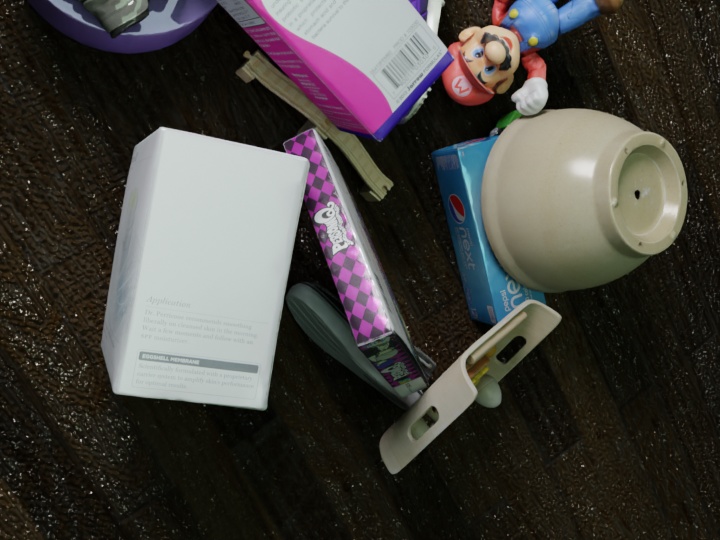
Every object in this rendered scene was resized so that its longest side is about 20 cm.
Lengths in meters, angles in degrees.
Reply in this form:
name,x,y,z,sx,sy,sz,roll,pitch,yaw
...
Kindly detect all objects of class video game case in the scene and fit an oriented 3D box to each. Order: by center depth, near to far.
name,x,y,z,sx,sy,sz,roll,pitch,yaw
video game case,0.000,0.000,0.681,0.036,0.181,0.200,-23,65,5

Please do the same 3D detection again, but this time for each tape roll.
name,x,y,z,sx,sy,sz,roll,pitch,yaw
tape roll,-0.209,-0.299,0.662,0.199,0.085,0.201,-2,95,-23

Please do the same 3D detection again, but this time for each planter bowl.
name,x,y,z,sx,sy,sz,roll,pitch,yaw
planter bowl,0.243,-0.075,0.778,0.200,0.135,0.201,0,90,-32

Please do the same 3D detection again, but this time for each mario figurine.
name,x,y,z,sx,sy,sz,roll,pitch,yaw
mario figurine,0.171,-0.245,0.778,0.200,0.124,0.106,-39,147,6

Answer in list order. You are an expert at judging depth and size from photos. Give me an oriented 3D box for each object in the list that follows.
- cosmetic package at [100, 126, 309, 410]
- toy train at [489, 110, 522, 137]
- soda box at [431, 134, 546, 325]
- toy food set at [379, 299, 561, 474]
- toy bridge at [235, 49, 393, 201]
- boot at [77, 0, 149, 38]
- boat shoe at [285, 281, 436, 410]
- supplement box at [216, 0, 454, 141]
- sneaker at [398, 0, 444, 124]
name,x,y,z,sx,sy,sz,roll,pitch,yaw
cosmetic package,-0.144,-0.007,0.651,0.123,0.199,0.201,11,90,-22
toy train,0.226,-0.109,0.880,0.200,0.042,0.056,37,70,-21
soda box,0.143,-0.044,0.837,0.068,0.064,0.201,-19,102,-19
toy food set,0.117,0.118,0.762,0.060,0.144,0.200,46,38,12
toy bridge,-0.041,-0.144,0.752,0.200,0.067,0.027,43,79,-20
boot,-0.185,-0.297,0.600,0.131,0.068,0.200,33,90,-26
boat shoe,0.004,0.066,0.795,0.200,0.072,0.071,45,70,-30
supplement box,-0.033,-0.218,0.643,0.101,0.103,0.200,-48,117,-3
sneaker,0.029,-0.253,0.776,0.099,0.070,0.201,10,87,-16
